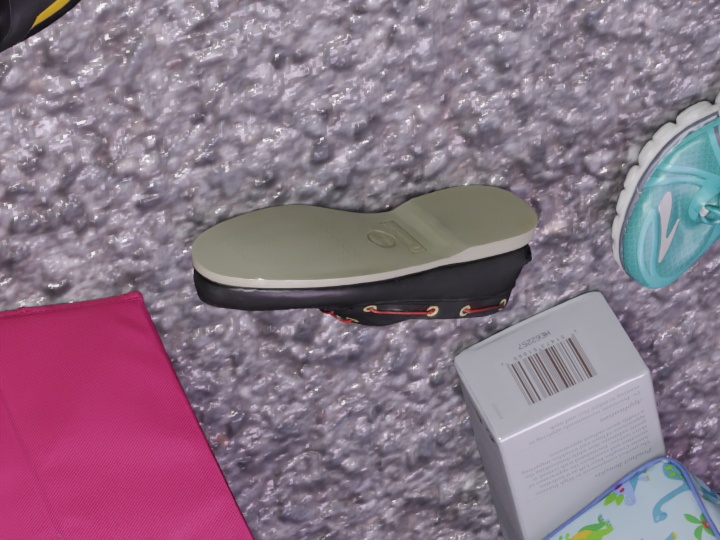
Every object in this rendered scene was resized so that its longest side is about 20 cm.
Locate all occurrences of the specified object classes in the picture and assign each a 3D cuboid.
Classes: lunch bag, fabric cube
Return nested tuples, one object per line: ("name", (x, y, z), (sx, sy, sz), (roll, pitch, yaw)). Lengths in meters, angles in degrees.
("lunch bag", (0.170, 0.219, 1.635), (0.161, 0.200, 0.082), (-41, 133, 14))
("fabric cube", (-0.182, 0.157, 1.476), (0.199, 0.200, 0.197), (-7, 135, -23))

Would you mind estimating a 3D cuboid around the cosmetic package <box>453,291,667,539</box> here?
("cosmetic package", (0.126, 0.112, 1.708), (0.101, 0.074, 0.200), (-23, 142, -6))

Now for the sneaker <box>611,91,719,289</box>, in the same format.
("sneaker", (0.217, -0.060, 1.574), (0.200, 0.080, 0.077), (-45, 138, 19))

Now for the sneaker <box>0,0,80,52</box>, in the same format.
("sneaker", (-0.203, -0.092, 1.287), (0.199, 0.090, 0.070), (-21, 139, -9))

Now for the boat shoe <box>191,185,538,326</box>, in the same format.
("boat shoe", (0.001, 0.002, 1.517), (0.200, 0.074, 0.063), (-7, 128, -30))
